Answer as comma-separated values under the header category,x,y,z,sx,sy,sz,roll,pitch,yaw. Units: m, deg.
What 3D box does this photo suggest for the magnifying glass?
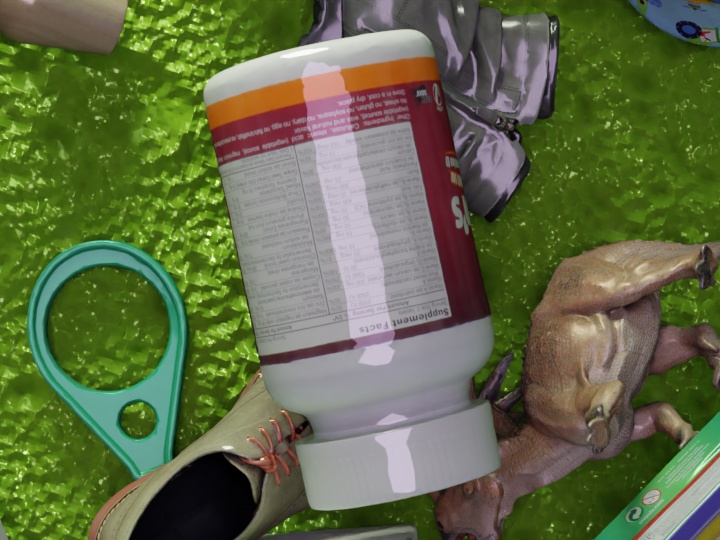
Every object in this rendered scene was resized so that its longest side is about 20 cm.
category,x,y,z,sx,sy,sz,roll,pitch,yaw
magnifying glass,-0.108,0.082,1.076,0.079,0.022,0.201,-18,87,-1

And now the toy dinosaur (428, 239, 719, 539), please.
category,x,y,z,sx,sy,sz,roll,pitch,yaw
toy dinosaur,0.105,0.041,1.052,0.201,0.135,0.086,-57,132,-21

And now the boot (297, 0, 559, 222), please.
category,x,y,z,sx,sy,sz,roll,pitch,yaw
boot,0.038,-0.132,1.063,0.130,0.068,0.202,11,96,-5

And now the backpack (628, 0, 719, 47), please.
category,x,y,z,sx,sy,sz,roll,pitch,yaw
backpack,0.179,-0.214,1.025,0.182,0.135,0.201,-27,92,0

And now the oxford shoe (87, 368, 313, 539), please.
category,x,y,z,sx,sy,sz,roll,pitch,yaw
oxford shoe,-0.040,0.090,1.038,0.200,0.075,0.071,-41,96,-13

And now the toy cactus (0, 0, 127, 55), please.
category,x,y,z,sx,sy,sz,roll,pitch,yaw
toy cactus,-0.198,-0.142,1.056,0.164,0.102,0.201,17,86,-19

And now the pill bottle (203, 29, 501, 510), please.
category,x,y,z,sx,sy,sz,roll,pitch,yaw
pill bottle,0.000,0.000,0.980,0.109,0.110,0.202,-12,90,0

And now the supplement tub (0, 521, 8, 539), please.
category,x,y,z,sx,sy,sz,roll,pitch,yaw
supplement tub,-0.264,0.176,1.011,0.199,0.145,0.146,-20,89,-1

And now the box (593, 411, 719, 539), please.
category,x,y,z,sx,sy,sz,roll,pitch,yaw
box,0.200,0.172,1.021,0.117,0.048,0.200,-43,116,-12

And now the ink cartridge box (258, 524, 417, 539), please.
category,x,y,z,sx,sy,sz,roll,pitch,yaw
ink cartridge box,-0.006,0.228,1.009,0.083,0.146,0.202,-4,89,2
